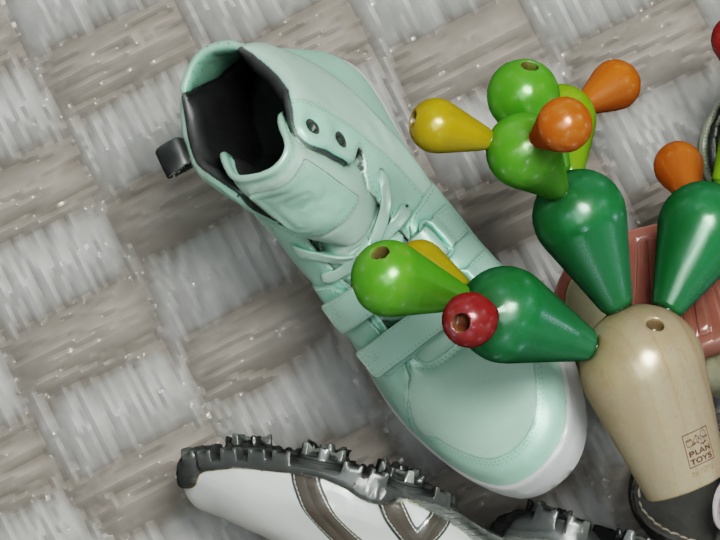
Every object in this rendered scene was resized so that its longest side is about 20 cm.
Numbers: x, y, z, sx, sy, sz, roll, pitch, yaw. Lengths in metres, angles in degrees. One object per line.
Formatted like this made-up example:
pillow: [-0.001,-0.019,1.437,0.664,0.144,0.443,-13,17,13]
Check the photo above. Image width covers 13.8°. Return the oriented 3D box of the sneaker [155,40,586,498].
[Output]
sneaker: [0.000,0.000,1.098,0.074,0.118,0.201,-41,69,18]

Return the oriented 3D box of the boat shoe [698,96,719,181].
boat shoe: [0.200,-0.111,1.146,0.074,0.066,0.200,40,90,3]

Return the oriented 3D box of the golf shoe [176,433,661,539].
golf shoe: [0.018,0.122,1.142,0.199,0.078,0.095,17,90,3]

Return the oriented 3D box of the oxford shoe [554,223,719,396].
oxford shoe: [0.175,0.008,1.144,0.199,0.074,0.071,-6,67,6]

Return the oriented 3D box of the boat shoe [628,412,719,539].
boat shoe: [0.182,0.084,1.106,0.199,0.057,0.067,4,85,33]

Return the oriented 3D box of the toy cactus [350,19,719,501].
toy cactus: [0.095,-0.002,1.062,0.199,0.102,0.166,-25,95,-40]
